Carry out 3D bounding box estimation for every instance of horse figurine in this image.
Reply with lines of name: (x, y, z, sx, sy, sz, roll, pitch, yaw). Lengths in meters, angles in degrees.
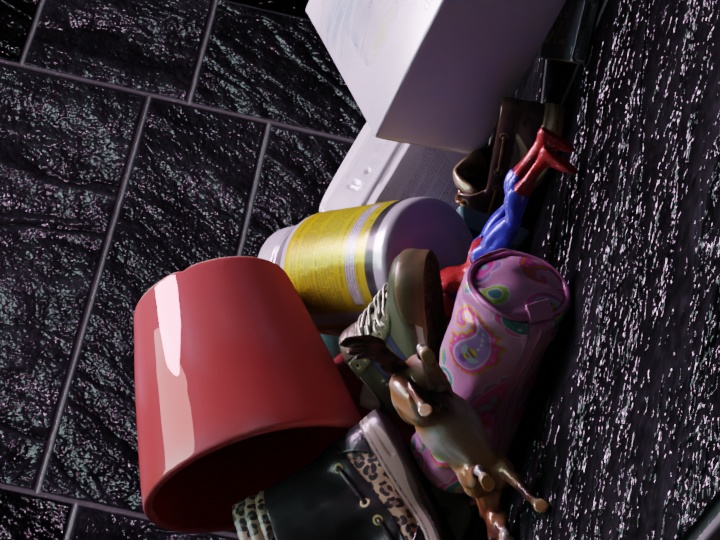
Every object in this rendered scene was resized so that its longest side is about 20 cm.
horse figurine: (0.063, 0.114, 1.130, 0.050, 0.200, 0.133, -40, 2, -7)

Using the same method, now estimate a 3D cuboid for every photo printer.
photo printer: (0.061, -0.069, 1.578, 0.167, 0.069, 0.200, -60, -40, -10)

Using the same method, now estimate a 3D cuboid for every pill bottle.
pill bottle: (0.000, 0.000, 1.416, 0.199, 0.114, 0.116, -6, 68, 50)

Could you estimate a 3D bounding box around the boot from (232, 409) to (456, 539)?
boot: (-0.003, 0.227, 1.230, 0.201, 0.150, 0.073, 64, -173, 17)

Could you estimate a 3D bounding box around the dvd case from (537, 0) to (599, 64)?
dvd case: (0.190, -0.257, 1.389, 0.200, 0.016, 0.150, -97, 19, -81)

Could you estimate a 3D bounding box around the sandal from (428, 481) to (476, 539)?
sandal: (0.050, 0.268, 1.397, 0.058, 0.079, 0.202, -103, 22, -49)

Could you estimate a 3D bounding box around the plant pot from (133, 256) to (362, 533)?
plant pot: (-0.105, 0.099, 1.345, 0.201, 0.198, 0.179, 107, 150, -57)

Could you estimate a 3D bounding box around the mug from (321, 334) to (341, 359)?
mug: (-0.037, 0.104, 1.588, 0.186, 0.114, 0.152, 56, -175, -19)

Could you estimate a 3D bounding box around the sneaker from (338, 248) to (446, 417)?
sneaker: (0.023, 0.057, 1.266, 0.201, 0.089, 0.068, 76, -158, -50)

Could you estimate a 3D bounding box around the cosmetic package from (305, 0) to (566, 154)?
cosmetic package: (0.066, -0.246, 1.401, 0.200, 0.122, 0.201, -62, 38, 32)

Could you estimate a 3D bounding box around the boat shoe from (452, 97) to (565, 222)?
boat shoe: (0.115, -0.080, 1.405, 0.201, 0.071, 0.073, 116, 166, -53)

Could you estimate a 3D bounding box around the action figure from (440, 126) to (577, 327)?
action figure: (0.125, -0.006, 1.285, 0.200, 0.099, 0.065, -52, 11, 25)

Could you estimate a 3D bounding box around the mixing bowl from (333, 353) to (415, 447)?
mixing bowl: (0.017, 0.146, 1.439, 0.200, 0.107, 0.202, 169, 90, -73)

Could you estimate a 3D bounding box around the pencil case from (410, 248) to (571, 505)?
pencil case: (0.096, 0.082, 1.200, 0.088, 0.086, 0.201, -82, 5, -53)

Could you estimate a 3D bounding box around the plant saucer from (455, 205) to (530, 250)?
plant saucer: (0.085, 0.014, 1.463, 0.200, 0.069, 0.019, 121, 164, -50)
